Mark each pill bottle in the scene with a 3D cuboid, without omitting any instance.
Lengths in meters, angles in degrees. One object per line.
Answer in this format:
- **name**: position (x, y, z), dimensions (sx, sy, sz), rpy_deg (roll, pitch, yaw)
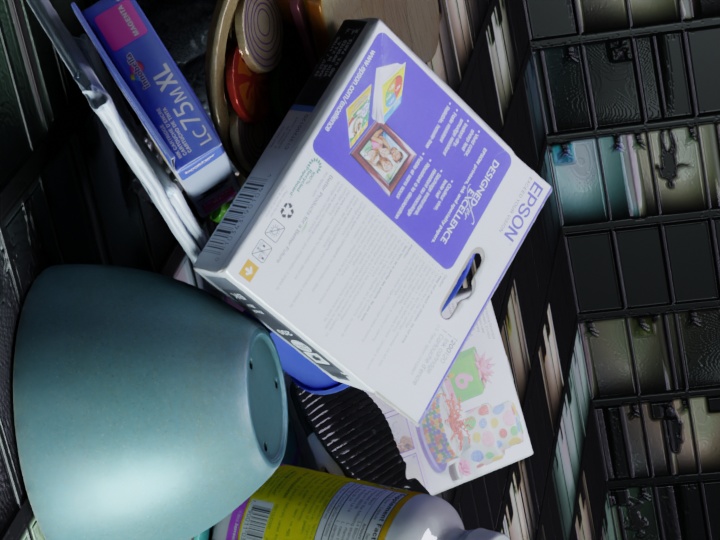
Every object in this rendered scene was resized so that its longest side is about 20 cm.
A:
- **pill bottle**: position (0.003, 0.200, 1.546), dimensions (0.104, 0.200, 0.104), rpy_deg (-30, 125, -56)

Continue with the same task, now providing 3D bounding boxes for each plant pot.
- **plant pot**: position (-0.123, 0.088, 1.428), dimensions (0.200, 0.135, 0.200), rpy_deg (-7, 90, -77)

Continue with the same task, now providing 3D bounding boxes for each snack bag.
- **snack bag**: position (-0.156, -0.098, 1.425), dimensions (0.189, 0.021, 0.200), rpy_deg (56, -3, 43)

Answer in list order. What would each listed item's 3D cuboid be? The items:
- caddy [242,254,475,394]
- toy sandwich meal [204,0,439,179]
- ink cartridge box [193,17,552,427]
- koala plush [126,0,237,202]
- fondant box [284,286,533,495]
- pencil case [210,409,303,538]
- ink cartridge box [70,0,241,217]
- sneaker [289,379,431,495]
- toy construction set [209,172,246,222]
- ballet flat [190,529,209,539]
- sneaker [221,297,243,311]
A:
- **caddy**: position (0.000, 0.000, 1.584), dimensions (0.105, 0.200, 0.141), rpy_deg (33, 33, -31)
- **toy sandwich meal**: position (-0.023, -0.144, 1.472), dimensions (0.205, 0.070, 0.205), rpy_deg (-23, 118, -52)
- **ink cartridge box**: position (0.013, -0.030, 1.455), dimensions (0.200, 0.043, 0.198), rpy_deg (40, 73, -34)
- **koala plush**: position (-0.109, -0.155, 1.623), dimensions (0.177, 0.184, 0.200), rpy_deg (-45, 149, -59)
- **fondant box**: position (0.028, 0.108, 1.747), dimensions (0.200, 0.058, 0.144), rpy_deg (-18, 94, -31)
- **pencil case**: position (-0.084, 0.151, 1.670), dimensions (0.092, 0.085, 0.200), rpy_deg (-141, -141, -68)
- **ink cartridge box**: position (-0.126, -0.107, 1.401), dimensions (0.119, 0.042, 0.200), rpy_deg (58, -1, 8)
- **sneaker**: position (-0.005, 0.167, 1.646), dimensions (0.074, 0.089, 0.200), rpy_deg (-21, 75, -47)
- **toy construction set**: position (-0.064, -0.103, 1.756), dimensions (0.092, 0.131, 0.200), rpy_deg (33, 53, -26)
- **ballet flat**: position (-0.127, 0.135, 1.554), dimensions (0.067, 0.062, 0.200), rpy_deg (86, 13, -66)
- **sneaker**: position (-0.065, 0.045, 1.816), dimensions (0.089, 0.080, 0.200), rpy_deg (-68, 154, -8)
